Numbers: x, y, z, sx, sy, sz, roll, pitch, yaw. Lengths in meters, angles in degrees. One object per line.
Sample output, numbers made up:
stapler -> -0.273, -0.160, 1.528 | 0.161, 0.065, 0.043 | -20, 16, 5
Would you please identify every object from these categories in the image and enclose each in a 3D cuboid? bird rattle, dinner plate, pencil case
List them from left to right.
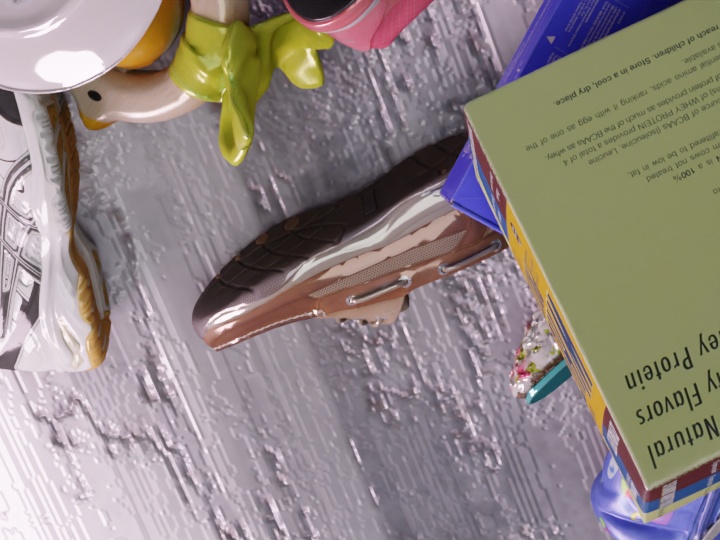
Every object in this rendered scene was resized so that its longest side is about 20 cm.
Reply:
dinner plate -> -0.180, -0.189, 1.257 | 0.199, 0.024, 0.201 | 9, 108, 29
bird rattle -> -0.109, -0.150, 1.284 | 0.162, 0.113, 0.201 | -16, 110, 27
pencil case -> 0.188, 0.079, 1.350 | 0.078, 0.087, 0.201 | -13, 141, -26

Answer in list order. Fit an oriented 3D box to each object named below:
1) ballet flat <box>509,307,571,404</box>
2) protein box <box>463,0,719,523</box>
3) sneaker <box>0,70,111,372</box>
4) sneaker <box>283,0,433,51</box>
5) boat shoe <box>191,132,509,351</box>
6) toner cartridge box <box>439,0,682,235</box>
ballet flat -> 0.152, -0.007, 1.360 | 0.200, 0.076, 0.064 | -39, 76, 13
protein box -> 0.181, -0.016, 1.180 | 0.198, 0.135, 0.201 | -25, 76, 0
sneaker -> -0.196, -0.030, 1.350 | 0.087, 0.076, 0.201 | -5, 113, 5
sneaker -> 0.038, -0.200, 1.271 | 0.074, 0.087, 0.200 | 39, 92, 30
boat shoe -> 0.000, 0.000, 1.357 | 0.199, 0.076, 0.072 | -26, 113, 15
toner cartridge box -> 0.131, -0.103, 1.288 | 0.095, 0.043, 0.201 | 28, 94, -11
